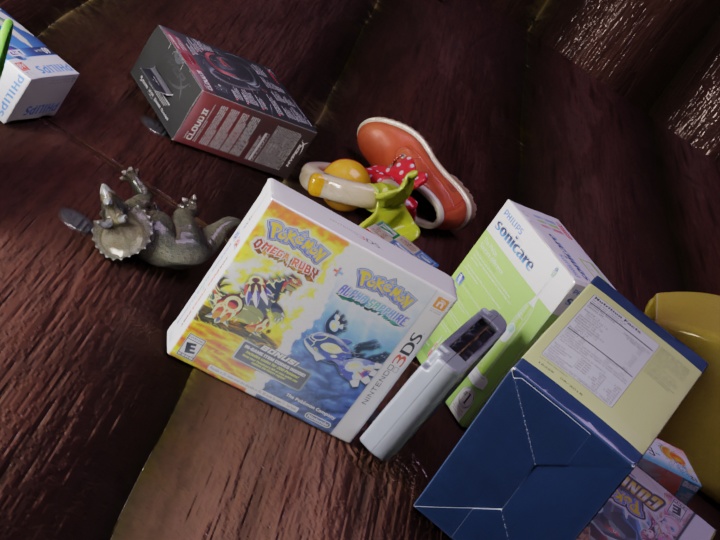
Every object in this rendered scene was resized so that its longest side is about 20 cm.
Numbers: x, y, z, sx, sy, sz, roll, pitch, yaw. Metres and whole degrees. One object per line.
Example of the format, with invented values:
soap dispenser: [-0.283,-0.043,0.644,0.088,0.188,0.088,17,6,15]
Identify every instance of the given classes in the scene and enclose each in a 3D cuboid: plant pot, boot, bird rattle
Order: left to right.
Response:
bird rattle: [0.007,-0.106,1.963,0.161,0.114,0.200,15,21,-8]
boot: [0.058,-0.128,2.125,0.200,0.075,0.107,44,27,17]
plant pot: [0.416,0.134,1.962,0.199,0.197,0.194,29,20,1]

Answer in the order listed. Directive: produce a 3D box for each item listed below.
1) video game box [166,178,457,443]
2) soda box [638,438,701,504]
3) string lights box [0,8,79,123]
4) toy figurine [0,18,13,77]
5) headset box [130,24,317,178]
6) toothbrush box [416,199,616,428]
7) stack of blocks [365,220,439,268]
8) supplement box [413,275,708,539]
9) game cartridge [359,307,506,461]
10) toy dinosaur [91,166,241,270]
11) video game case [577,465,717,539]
video game box: [-0.043,0.040,1.438,0.199,0.183,0.047,27,22,-19]
soda box: [0.271,0.202,1.753,0.199,0.064,0.069,26,22,-21]
string lights box: [-0.398,-0.237,1.653,0.200,0.059,0.103,39,19,9]
toy figurine: [-0.417,-0.157,1.409,0.182,0.151,0.201,16,49,-12]
headset box: [-0.170,-0.202,1.913,0.199,0.075,0.149,16,28,-42]
toothbrush box: [0.159,0.053,1.703,0.086,0.201,0.146,17,26,-39]
stack of blocks: [0.000,0.000,1.768,0.115,0.059,0.200,39,21,9]
supplement box: [0.184,0.149,1.472,0.134,0.201,0.200,39,38,10]
game cartridge: [0.068,0.110,1.531,0.041,0.134,0.200,38,21,8]
toy dinosaur: [-0.192,-0.036,1.553,0.199,0.077,0.103,24,34,-41]
video game case: [0.242,0.247,1.590,0.200,0.026,0.181,39,38,8]
